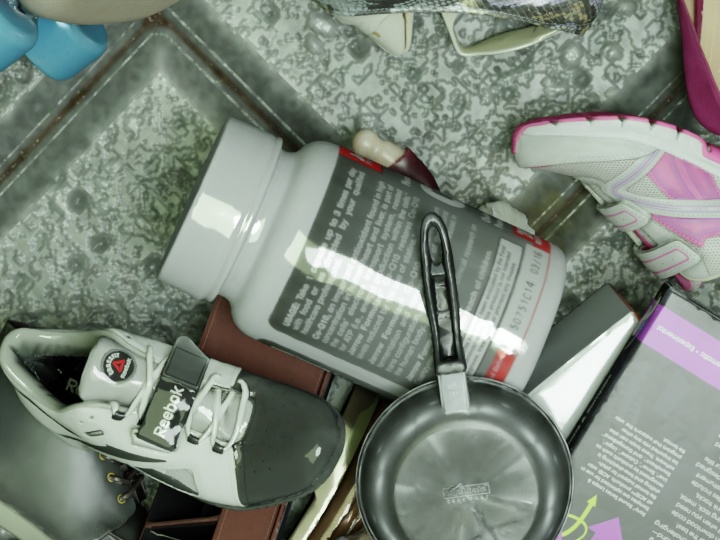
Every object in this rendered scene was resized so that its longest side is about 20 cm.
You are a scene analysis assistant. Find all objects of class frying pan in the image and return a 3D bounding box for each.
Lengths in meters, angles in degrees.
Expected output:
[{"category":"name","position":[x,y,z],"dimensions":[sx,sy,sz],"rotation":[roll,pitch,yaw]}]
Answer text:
[{"category":"frying pan","position":[0.064,0.077,1.113],"dimensions":[0.114,0.031,0.192],"rotation":[14,103,-2]}]

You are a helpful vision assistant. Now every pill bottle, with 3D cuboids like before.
[{"category":"pill bottle","position":[0.000,0.000,1.168],"dimensions":[0.199,0.114,0.115],"rotation":[24,97,-7]}]

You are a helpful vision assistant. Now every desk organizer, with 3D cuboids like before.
[{"category":"desk organizer","position":[-0.074,0.117,1.214],"dimensions":[0.076,0.072,0.201],"rotation":[18,67,2]}]

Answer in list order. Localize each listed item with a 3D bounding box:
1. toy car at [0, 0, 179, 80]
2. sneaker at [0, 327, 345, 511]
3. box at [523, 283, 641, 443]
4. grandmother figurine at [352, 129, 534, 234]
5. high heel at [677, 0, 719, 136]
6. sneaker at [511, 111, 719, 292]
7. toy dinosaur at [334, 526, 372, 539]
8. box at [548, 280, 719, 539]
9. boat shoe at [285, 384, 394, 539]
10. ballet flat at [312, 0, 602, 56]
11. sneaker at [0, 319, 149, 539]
[{"category":"toy car","position":[-0.164,-0.237,1.177],"dimensions":[0.184,0.177,0.201],"rotation":[-34,83,16]},{"category":"sneaker","position":[-0.107,0.073,1.149],"dimensions":[0.198,0.089,0.075],"rotation":[9,71,24]},{"category":"box","position":[0.171,0.120,1.229],"dimensions":[0.097,0.124,0.200],"rotation":[-39,96,5]},{"category":"grandmother figurine","position":[0.006,-0.022,1.250],"dimensions":[0.198,0.061,0.122],"rotation":[6,117,-3]},{"category":"high heel","position":[0.204,-0.176,1.206],"dimensions":[0.067,0.096,0.202],"rotation":[-9,97,2]},{"category":"sneaker","position":[0.178,-0.036,1.231],"dimensions":[0.198,0.081,0.089],"rotation":[16,95,-1]},{"category":"toy dinosaur","position":[0.064,0.131,1.245],"dimensions":[0.198,0.061,0.107],"rotation":[-4,127,-26]},{"category":"box","position":[0.170,0.128,1.149],"dimensions":[0.142,0.036,0.201],"rotation":[31,96,-2]},{"category":"boat shoe","position":[-0.014,0.170,1.263],"dimensions":[0.068,0.072,0.201],"rotation":[25,97,-1]},{"category":"ballet flat","position":[0.041,-0.154,1.229],"dimensions":[0.198,0.072,0.073],"rotation":[1,97,1]},{"category":"sneaker","position":[-0.147,0.117,1.256],"dimensions":[0.199,0.075,0.107],"rotation":[30,96,-2]}]
